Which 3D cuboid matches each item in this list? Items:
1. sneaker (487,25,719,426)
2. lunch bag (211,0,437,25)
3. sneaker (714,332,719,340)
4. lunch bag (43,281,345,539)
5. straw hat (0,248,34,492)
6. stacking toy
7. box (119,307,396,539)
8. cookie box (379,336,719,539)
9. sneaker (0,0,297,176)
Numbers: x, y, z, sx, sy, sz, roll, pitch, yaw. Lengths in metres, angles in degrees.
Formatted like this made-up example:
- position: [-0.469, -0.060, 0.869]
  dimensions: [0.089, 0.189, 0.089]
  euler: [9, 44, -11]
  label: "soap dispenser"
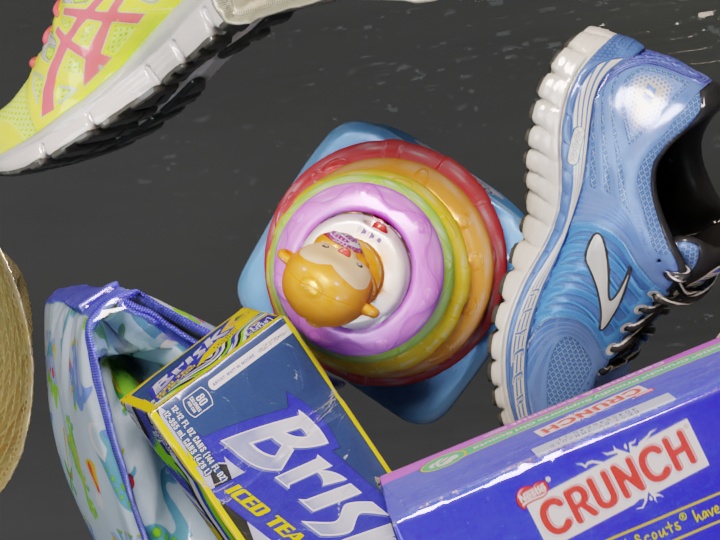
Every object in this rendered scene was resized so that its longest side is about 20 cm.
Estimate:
- position: [0.111, 0.003, 0.988]
  dimensions: [0.089, 0.079, 0.200]
  euler: [17, 118, 23]
  label: "sneaker"
- position: [-0.001, -0.212, 0.900]
  dimensions: [0.117, 0.164, 0.200]
  euler: [-4, 109, 25]
  label: "lunch bag"
- position: [0.160, 0.063, 0.988]
  dimensions: [0.074, 0.080, 0.200]
  euler: [30, 124, 11]
  label: "sneaker"
- position: [-0.070, 0.090, 1.051]
  dimensions: [0.200, 0.127, 0.170]
  euler: [55, 167, -9]
  label: "lunch bag"
- position: [-0.208, 0.024, 1.159]
  dimensions: [0.201, 0.085, 0.201]
  euler: [7, 103, 32]
  label: "straw hat"
- position: [0.000, 0.000, 0.958]
  dimensions: [0.116, 0.200, 0.110]
  euler: [34, 97, 8]
  label: "stacking toy"
- position: [-0.010, 0.115, 0.947]
  dimensions: [0.200, 0.070, 0.064]
  euler: [56, 167, -12]
  label: "box"
- position: [0.121, 0.144, 0.901]
  dimensions: [0.171, 0.075, 0.200]
  euler: [-22, 100, -3]
  label: "cookie box"
- position: [-0.108, -0.115, 1.061]
  dimensions: [0.200, 0.078, 0.090]
  euler: [-36, 84, 28]
  label: "sneaker"
